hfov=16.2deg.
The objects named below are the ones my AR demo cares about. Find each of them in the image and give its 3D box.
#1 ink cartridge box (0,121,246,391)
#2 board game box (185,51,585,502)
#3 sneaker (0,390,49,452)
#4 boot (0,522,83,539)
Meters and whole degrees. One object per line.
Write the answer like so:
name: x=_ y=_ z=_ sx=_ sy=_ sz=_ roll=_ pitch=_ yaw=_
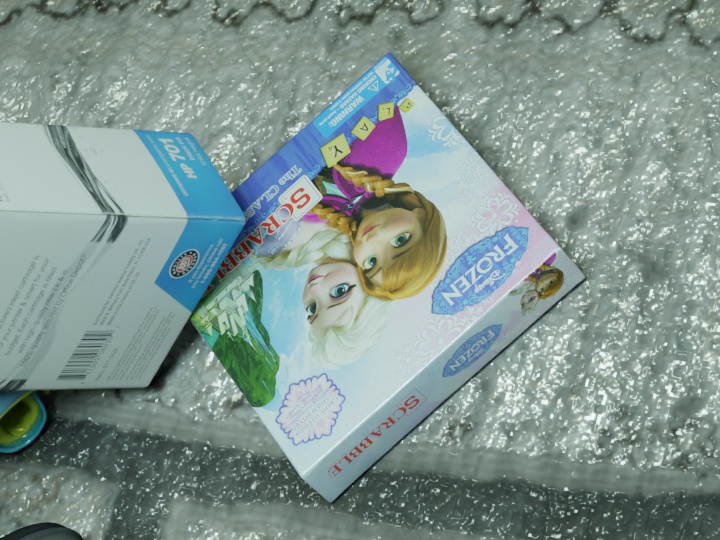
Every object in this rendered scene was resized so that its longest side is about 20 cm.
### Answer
ink cartridge box: x=-0.189 y=-0.006 z=1.466 sx=0.147 sy=0.199 sz=0.086 roll=-57 pitch=49 yaw=31
board game box: x=0.000 y=0.000 z=1.498 sx=0.200 sy=0.041 sz=0.200 roll=-42 pitch=52 yaw=3
sneaker: x=-0.253 y=0.052 z=1.596 sx=0.080 sy=0.130 sz=0.200 roll=-46 pitch=14 yaw=14
boot: x=-0.268 y=0.153 z=1.555 sx=0.165 sy=0.066 sz=0.200 roll=-38 pitch=48 yaw=3
